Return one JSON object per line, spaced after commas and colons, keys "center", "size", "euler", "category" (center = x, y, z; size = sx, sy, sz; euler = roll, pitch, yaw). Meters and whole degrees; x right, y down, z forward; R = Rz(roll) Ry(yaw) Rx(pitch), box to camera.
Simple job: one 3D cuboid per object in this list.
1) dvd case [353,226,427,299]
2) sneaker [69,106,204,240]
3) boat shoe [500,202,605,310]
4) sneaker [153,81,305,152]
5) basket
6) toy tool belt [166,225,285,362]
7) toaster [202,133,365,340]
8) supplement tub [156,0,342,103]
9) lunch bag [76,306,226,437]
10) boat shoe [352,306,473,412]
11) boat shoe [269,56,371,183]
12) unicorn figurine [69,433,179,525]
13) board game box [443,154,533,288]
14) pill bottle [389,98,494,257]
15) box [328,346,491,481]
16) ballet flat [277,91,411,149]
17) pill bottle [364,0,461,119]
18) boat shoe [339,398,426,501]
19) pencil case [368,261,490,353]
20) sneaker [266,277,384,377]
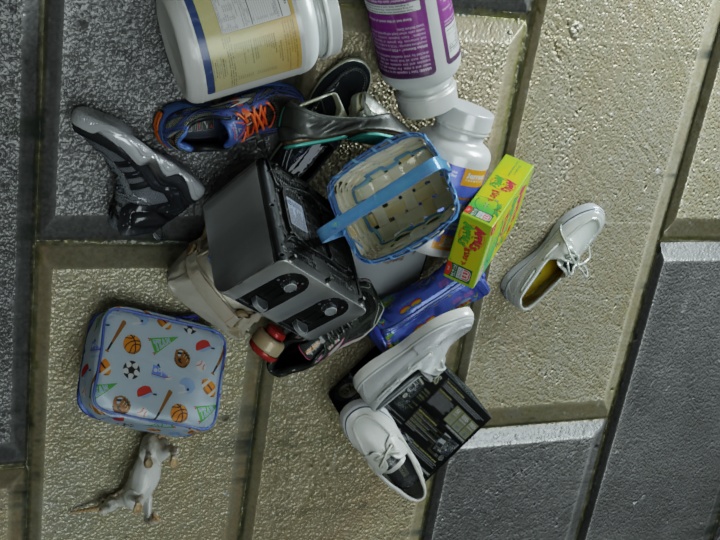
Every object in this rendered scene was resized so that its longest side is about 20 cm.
{"center": [0.000, 0.000, 1.622], "size": [0.197, 0.018, 0.145], "euler": [6, 113, -26], "category": "dvd case"}
{"center": [-0.297, -0.112, 1.399], "size": [0.199, 0.075, 0.115], "euler": [34, 96, -35], "category": "sneaker"}
{"center": [0.307, -0.014, 1.708], "size": [0.201, 0.086, 0.075], "euler": [-41, 124, 1], "category": "boat shoe"}
{"center": [-0.159, -0.184, 1.422], "size": [0.197, 0.079, 0.076], "euler": [-18, 122, -14], "category": "sneaker"}
{"center": [0.043, -0.092, 1.410], "size": [0.174, 0.200, 0.141], "euler": [-29, 84, 17], "category": "basket"}
{"center": [-0.155, 0.022, 1.500], "size": [0.199, 0.125, 0.123], "euler": [38, 97, -20], "category": "toy tool belt"}
{"center": [-0.097, -0.031, 1.422], "size": [0.118, 0.203, 0.180], "euler": [-31, 142, 23], "category": "toaster"}
{"center": [-0.133, -0.294, 1.339], "size": [0.197, 0.145, 0.147], "euler": [-18, 121, -14], "category": "supplement tub"}
{"center": [-0.274, 0.133, 1.507], "size": [0.197, 0.075, 0.163], "euler": [16, 68, -31], "category": "lunch bag"}
{"center": [0.084, 0.127, 1.583], "size": [0.198, 0.069, 0.072], "euler": [-31, 159, -6], "category": "boat shoe"}
{"center": [-0.048, -0.190, 1.479], "size": [0.074, 0.062, 0.201], "euler": [34, 97, -31], "category": "boat shoe"}
{"center": [-0.314, 0.300, 1.587], "size": [0.074, 0.137, 0.201], "euler": [38, 82, -24], "category": "unicorn figurine"}
{"center": [0.180, -0.072, 1.560], "size": [0.047, 0.200, 0.103], "euler": [23, 126, 13], "category": "board game box"}
{"center": [0.115, -0.131, 1.549], "size": [0.110, 0.112, 0.203], "euler": [8, 112, -27], "category": "pill bottle"}
{"center": [0.076, 0.207, 1.720], "size": [0.164, 0.086, 0.200], "euler": [-44, 124, 4], "category": "box"}
{"center": [-0.015, -0.192, 1.428], "size": [0.197, 0.068, 0.070], "euler": [-5, 93, -34], "category": "ballet flat"}
{"center": [0.070, -0.304, 1.442], "size": [0.111, 0.112, 0.203], "euler": [-21, 122, -12], "category": "pill bottle"}
{"center": [0.038, 0.269, 1.643], "size": [0.071, 0.066, 0.201], "euler": [-33, 124, -3], "category": "boat shoe"}
{"center": [0.097, 0.043, 1.623], "size": [0.198, 0.087, 0.079], "euler": [-31, 89, -5], "category": "pencil case"}
{"center": [-0.051, 0.094, 1.563], "size": [0.199, 0.086, 0.081], "euler": [-40, 96, 21], "category": "sneaker"}
